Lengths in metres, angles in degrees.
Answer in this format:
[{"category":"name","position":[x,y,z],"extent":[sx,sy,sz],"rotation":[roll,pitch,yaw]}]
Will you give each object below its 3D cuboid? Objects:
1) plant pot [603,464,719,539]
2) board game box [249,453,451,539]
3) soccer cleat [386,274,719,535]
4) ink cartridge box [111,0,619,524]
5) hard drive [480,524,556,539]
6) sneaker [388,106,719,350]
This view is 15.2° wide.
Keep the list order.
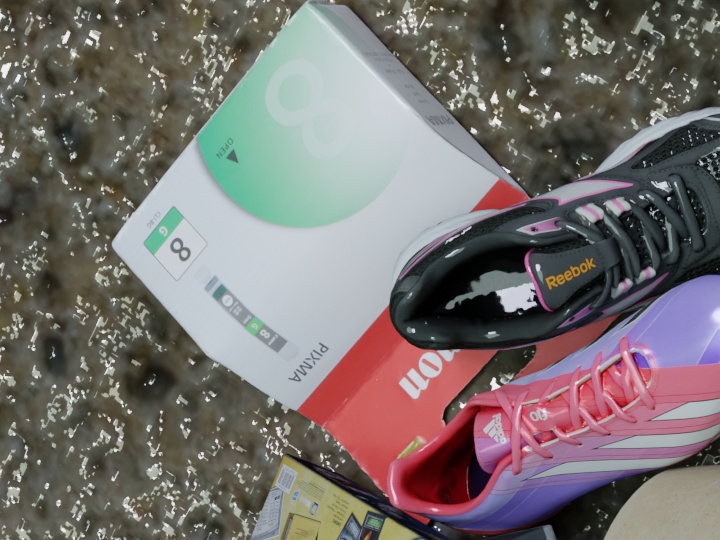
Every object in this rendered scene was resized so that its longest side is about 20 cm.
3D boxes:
[{"category":"plant pot","position":[0.197,0.158,1.114],"extent":[0.200,0.187,0.188],"rotation":[21,105,40]},{"category":"board game box","position":[-0.010,0.169,1.197],"extent":[0.136,0.035,0.200],"rotation":[-67,24,0]},{"category":"soccer cleat","position":[0.093,0.062,1.168],"extent":[0.200,0.076,0.067],"rotation":[-37,60,44]},{"category":"ink cartridge box","position":[0.000,0.000,1.254],"extent":[0.200,0.050,0.161],"rotation":[48,113,16]},{"category":"hard drive","position":[0.080,0.217,1.201],"extent":[0.201,0.033,0.140],"rotation":[71,158,3]},{"category":"sneaker","position":[0.102,-0.005,1.166],"extent":[0.200,0.086,0.081],"rotation":[-26,95,16]}]
